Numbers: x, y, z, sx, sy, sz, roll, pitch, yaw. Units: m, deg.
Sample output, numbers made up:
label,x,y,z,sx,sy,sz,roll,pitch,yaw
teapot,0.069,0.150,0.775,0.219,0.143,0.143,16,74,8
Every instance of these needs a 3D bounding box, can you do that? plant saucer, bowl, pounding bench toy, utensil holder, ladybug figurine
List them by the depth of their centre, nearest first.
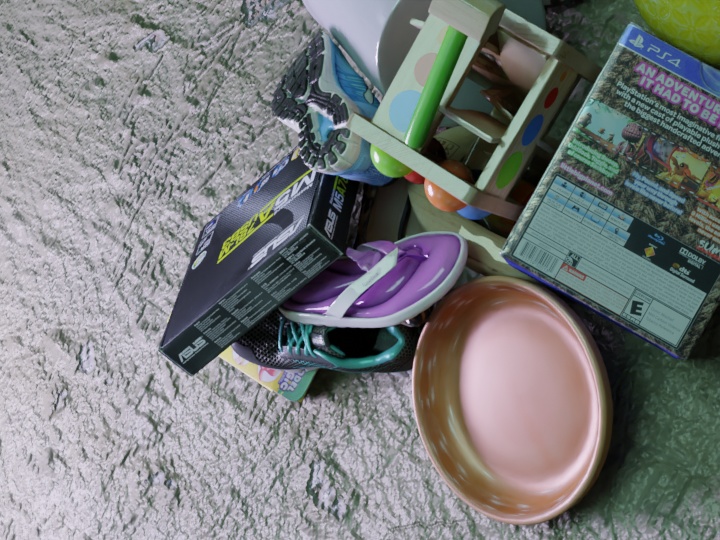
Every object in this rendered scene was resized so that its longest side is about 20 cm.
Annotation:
label,x,y,z,sx,sy,sz,roll,pitch,yaw
pounding bench toy,0.072,-0.129,1.239,0.124,0.200,0.156,34,99,22
bowl,0.304,-0.203,1.257,0.200,0.200,0.108,24,133,42
plant saucer,0.126,0.103,1.318,0.200,0.037,0.201,8,101,43
ladybug figurine,0.126,-0.050,1.367,0.200,0.072,0.136,34,72,29
utensil holder,0.049,-0.240,1.430,0.170,0.170,0.200,-50,37,14

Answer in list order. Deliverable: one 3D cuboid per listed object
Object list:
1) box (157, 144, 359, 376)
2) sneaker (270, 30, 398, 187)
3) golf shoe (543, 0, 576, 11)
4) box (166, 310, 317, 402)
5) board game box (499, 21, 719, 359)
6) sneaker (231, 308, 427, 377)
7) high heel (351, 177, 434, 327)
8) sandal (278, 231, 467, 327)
label,x,y,z,sx,sy,sz,roll,pitch,yaw
box,-0.083,-0.026,1.444,0.200,0.047,0.193,-38,20,29
sneaker,-0.015,-0.130,1.406,0.078,0.090,0.200,-49,33,22
golf shoe,0.188,-0.285,1.412,0.199,0.088,0.078,-12,68,40
box,-0.088,0.041,1.550,0.200,0.048,0.118,30,93,44
board game box,0.223,-0.057,1.239,0.159,0.097,0.201,30,92,8
sneaker,-0.029,0.054,1.426,0.199,0.091,0.078,0,86,19
high heel,0.036,-0.046,1.407,0.200,0.071,0.143,-116,39,-62
sandal,-0.001,0.006,1.344,0.202,0.050,0.083,-14,51,40
